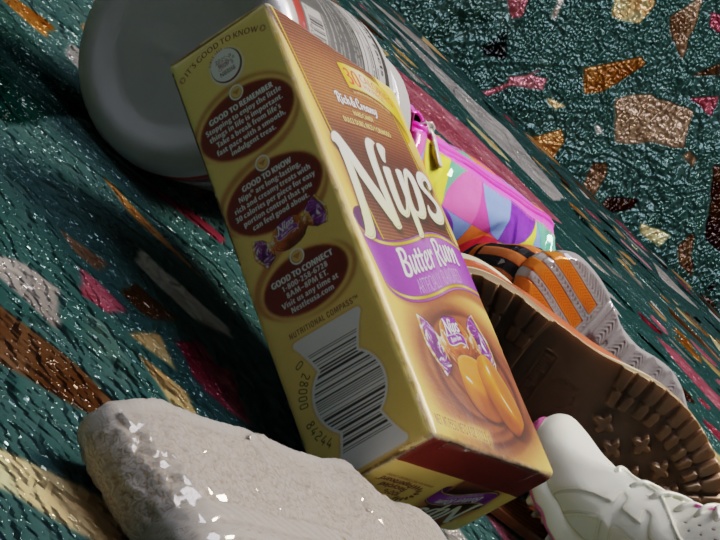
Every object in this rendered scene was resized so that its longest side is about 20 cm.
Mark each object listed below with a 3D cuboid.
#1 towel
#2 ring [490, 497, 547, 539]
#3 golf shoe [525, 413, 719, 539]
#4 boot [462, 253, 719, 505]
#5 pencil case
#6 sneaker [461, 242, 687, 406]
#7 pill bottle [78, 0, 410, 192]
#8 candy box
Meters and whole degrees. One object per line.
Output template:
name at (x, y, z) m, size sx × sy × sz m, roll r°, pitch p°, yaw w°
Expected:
towel at (0.003, 0.112, 0.604) m, size 0.133 × 0.034 × 0.200 m, roll 50°, pitch 13°, yaw 34°
ring at (0.054, 0.072, 0.981) m, size 0.200 × 0.019 × 0.201 m, roll 42°, pitch 12°, yaw -11°
golf shoe at (0.147, 0.133, 0.870) m, size 0.075 × 0.092 × 0.200 m, roll 28°, pitch 24°, yaw -49°
boot at (0.107, 0.061, 0.991) m, size 0.200 × 0.075 × 0.107 m, roll 41°, pitch 6°, yaw -9°
pencil case at (0.056, -0.044, 1.257) m, size 0.200 × 0.088 × 0.088 m, roll 33°, pitch 15°, yaw -48°
sneaker at (0.120, 0.058, 1.121) m, size 0.112 × 0.077 × 0.200 m, roll 17°, pitch -39°, yaw 57°
pill bottle at (-0.050, -0.092, 0.964) m, size 0.116 × 0.116 × 0.200 m, roll 47°, pitch 11°, yaw 18°
candy box at (0.000, 0.000, 0.777) m, size 0.117 × 0.056 × 0.201 m, roll 25°, pitch 38°, yaw -59°
